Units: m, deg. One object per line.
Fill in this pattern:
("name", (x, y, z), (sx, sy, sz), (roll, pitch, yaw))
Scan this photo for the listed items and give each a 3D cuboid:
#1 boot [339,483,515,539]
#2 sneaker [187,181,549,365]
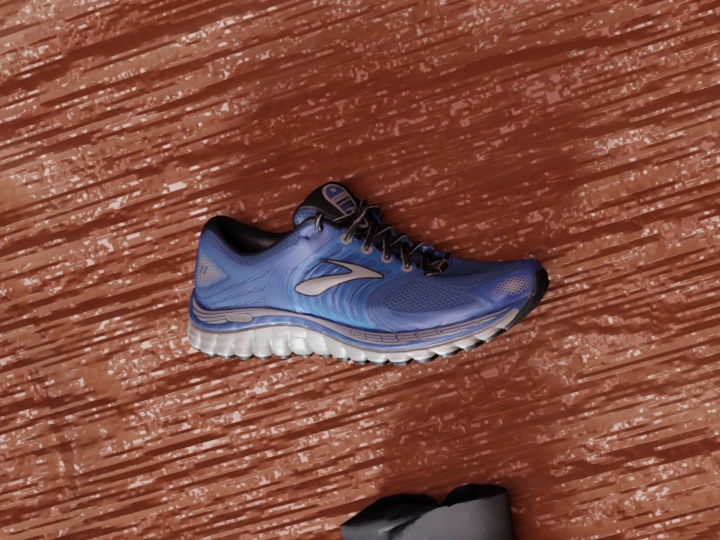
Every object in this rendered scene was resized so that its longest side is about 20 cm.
("boot", (0.088, 0.210, 1.451), (0.164, 0.066, 0.201), (-11, 90, 17))
("sneaker", (0.000, 0.000, 1.437), (0.199, 0.079, 0.090), (0, 100, 18))
